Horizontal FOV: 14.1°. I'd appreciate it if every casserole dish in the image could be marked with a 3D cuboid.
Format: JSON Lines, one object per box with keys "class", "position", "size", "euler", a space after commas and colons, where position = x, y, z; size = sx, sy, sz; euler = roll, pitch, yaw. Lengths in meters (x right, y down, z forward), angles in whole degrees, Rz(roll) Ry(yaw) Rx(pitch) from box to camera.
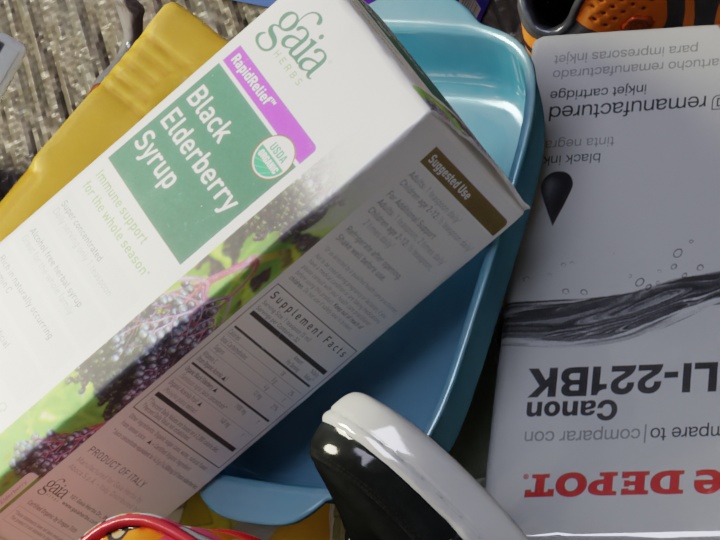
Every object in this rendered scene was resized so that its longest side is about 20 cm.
{"class": "casserole dish", "position": [0.000, 0.000, 0.999], "size": [0.121, 0.039, 0.200], "euler": [5, 66, 33]}

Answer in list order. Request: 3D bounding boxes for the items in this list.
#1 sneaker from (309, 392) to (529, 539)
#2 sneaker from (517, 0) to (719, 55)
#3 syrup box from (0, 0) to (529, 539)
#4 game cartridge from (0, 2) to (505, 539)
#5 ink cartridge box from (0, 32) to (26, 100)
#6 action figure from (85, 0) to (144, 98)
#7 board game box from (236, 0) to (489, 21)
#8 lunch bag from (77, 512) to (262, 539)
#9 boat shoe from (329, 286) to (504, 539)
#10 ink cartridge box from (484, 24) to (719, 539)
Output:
{"class": "sneaker", "position": [0.021, 0.144, 0.911], "size": [0.112, 0.200, 0.073], "euler": [-41, 23, -13]}
{"class": "sneaker", "position": [0.148, -0.126, 1.058], "size": [0.200, 0.112, 0.078], "euler": [-32, 54, 6]}
{"class": "syrup box", "position": [-0.053, 0.003, 0.952], "size": [0.200, 0.081, 0.079], "euler": [-41, 54, 6]}
{"class": "game cartridge", "position": [-0.062, 0.030, 1.042], "size": [0.176, 0.032, 0.200], "euler": [38, 77, 2]}
{"class": "ink cartridge box", "position": [-0.206, 0.009, 1.114], "size": [0.043, 0.200, 0.198], "euler": [30, 73, -8]}
{"class": "action figure", "position": [-0.062, 0.014, 1.114], "size": [0.200, 0.105, 0.194], "euler": [26, 81, 4]}
{"class": "board game box", "position": [-0.041, -0.167, 1.117], "size": [0.134, 0.200, 0.045], "euler": [13, 69, 30]}
{"class": "lunch bag", "position": [-0.060, 0.177, 0.855], "size": [0.176, 0.082, 0.200], "euler": [27, 91, 26]}
{"class": "boat shoe", "position": [0.023, 0.099, 0.997], "size": [0.062, 0.072, 0.200], "euler": [163, 118, -70]}
{"class": "ink cartridge box", "position": [0.127, 0.020, 1.000], "size": [0.144, 0.084, 0.200], "euler": [-3, 62, 20]}
